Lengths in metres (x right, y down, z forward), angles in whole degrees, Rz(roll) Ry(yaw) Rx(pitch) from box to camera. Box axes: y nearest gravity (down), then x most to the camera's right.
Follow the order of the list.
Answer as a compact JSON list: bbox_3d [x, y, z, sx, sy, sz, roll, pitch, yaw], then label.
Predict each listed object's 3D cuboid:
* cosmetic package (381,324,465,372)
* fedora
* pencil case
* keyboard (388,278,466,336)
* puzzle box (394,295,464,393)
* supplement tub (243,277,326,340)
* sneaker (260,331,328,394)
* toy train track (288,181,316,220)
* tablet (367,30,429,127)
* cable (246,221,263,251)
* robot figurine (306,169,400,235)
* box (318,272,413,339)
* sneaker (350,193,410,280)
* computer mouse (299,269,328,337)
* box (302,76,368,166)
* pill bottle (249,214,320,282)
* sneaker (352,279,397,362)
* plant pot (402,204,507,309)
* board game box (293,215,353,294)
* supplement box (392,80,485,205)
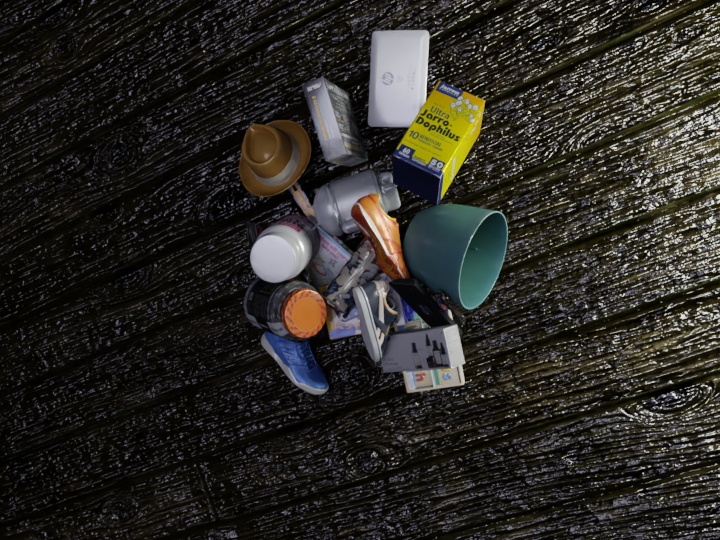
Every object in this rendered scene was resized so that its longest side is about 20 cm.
[{"bbox_3d":[0.122,0.165,1.520,0.198,0.050,0.084,-13,88,47],"label":"cosmetic package"},{"bbox_3d":[-0.204,-0.262,1.594,0.198,0.082,0.204,-12,62,22],"label":"fedora"},{"bbox_3d":[0.000,0.000,1.515,0.077,0.089,0.201,38,89,-10],"label":"pencil case"},{"bbox_3d":[0.151,0.075,1.466,0.126,0.200,0.021,5,60,43],"label":"keyboard"},{"bbox_3d":[0.146,0.160,1.588,0.131,0.025,0.204,-12,91,18],"label":"puzzle box"},{"bbox_3d":[-0.158,0.078,1.528,0.199,0.121,0.125,10,101,60],"label":"supplement tub"},{"bbox_3d":[-0.133,0.182,1.651,0.200,0.076,0.112,44,120,16],"label":"sneaker"},{"bbox_3d":[-0.124,-0.152,1.638,0.114,0.033,0.202,-32,92,11],"label":"toy train track"},{"bbox_3d":[0.080,-0.412,1.562,0.128,0.014,0.204,5,96,18],"label":"tablet"},{"bbox_3d":[-0.216,-0.049,1.600,0.050,0.200,0.099,-14,112,-12],"label":"cable"},{"bbox_3d":[-0.016,-0.144,1.553,0.197,0.171,0.114,-19,130,2],"label":"robot figurine"},{"bbox_3d":[0.016,0.072,1.578,0.197,0.041,0.121,-13,92,14],"label":"box"},{"bbox_3d":[0.057,-0.060,1.444,0.073,0.077,0.202,5,125,59],"label":"sneaker"},{"bbox_3d":[-0.098,0.072,1.605,0.034,0.202,0.059,-30,47,-20],"label":"computer mouse"},{"bbox_3d":[-0.049,-0.305,1.517,0.048,0.200,0.161,-17,91,15],"label":"box"},{"bbox_3d":[-0.155,-0.045,1.502,0.111,0.200,0.116,2,104,8],"label":"pill bottle"},{"bbox_3d":[0.040,0.106,1.502,0.078,0.202,0.079,-22,43,-13],"label":"sneaker"},{"bbox_3d":[0.183,-0.043,1.475,0.159,0.199,0.204,20,102,32],"label":"plant pot"},{"bbox_3d":[-0.079,-0.006,1.621,0.199,0.034,0.135,41,106,-2],"label":"board game box"},{"bbox_3d":[0.156,-0.257,1.456,0.108,0.110,0.202,26,70,13],"label":"supplement box"}]
